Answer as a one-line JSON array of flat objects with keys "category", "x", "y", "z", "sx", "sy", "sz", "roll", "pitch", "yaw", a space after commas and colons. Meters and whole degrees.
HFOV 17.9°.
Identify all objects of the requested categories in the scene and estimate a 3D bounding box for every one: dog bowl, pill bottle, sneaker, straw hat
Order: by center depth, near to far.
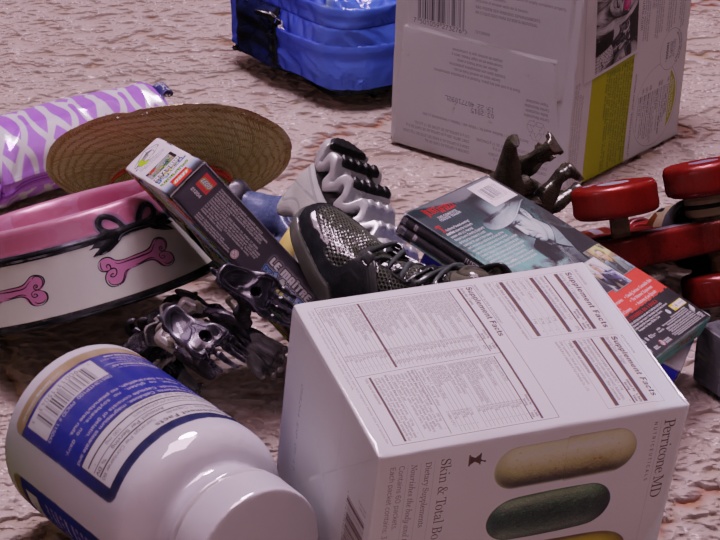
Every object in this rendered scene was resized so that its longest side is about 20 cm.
[{"category": "pill bottle", "x": -0.120, "y": 0.134, "z": 1.411, "sx": 0.120, "sy": 0.120, "sz": 0.200, "roll": -17, "pitch": 31, "yaw": -34}, {"category": "sneaker", "x": 0.039, "y": 0.009, "z": 1.551, "sx": 0.076, "sy": 0.114, "sz": 0.199, "roll": -15, "pitch": 58, "yaw": -48}, {"category": "sneaker", "x": 0.000, "y": 0.000, "z": 1.683, "sx": 0.075, "sy": 0.081, "sz": 0.200, "roll": 24, "pitch": 35, "yaw": -50}, {"category": "dog bowl", "x": -0.209, "y": -0.014, "z": 1.700, "sx": 0.200, "sy": 0.074, "sz": 0.200, "roll": -14, "pitch": 8, "yaw": 2}, {"category": "straw hat", "x": -0.151, "y": -0.053, "z": 1.843, "sx": 0.201, "sy": 0.201, "sz": 0.085, "roll": -3, "pitch": 65, "yaw": -8}]

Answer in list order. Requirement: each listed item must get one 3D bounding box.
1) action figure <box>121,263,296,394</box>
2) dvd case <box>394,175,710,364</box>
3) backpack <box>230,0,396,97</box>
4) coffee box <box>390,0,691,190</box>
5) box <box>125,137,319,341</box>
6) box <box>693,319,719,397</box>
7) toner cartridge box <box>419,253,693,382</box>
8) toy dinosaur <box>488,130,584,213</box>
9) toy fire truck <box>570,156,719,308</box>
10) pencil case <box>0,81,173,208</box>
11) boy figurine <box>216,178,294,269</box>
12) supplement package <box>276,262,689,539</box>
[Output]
[{"category": "action figure", "x": -0.115, "y": 0.062, "z": 1.592, "sx": 0.119, "sy": 0.102, "sz": 0.200, "roll": -47, "pitch": 7, "yaw": -25}, {"category": "dvd case", "x": 0.138, "y": 0.003, "z": 1.620, "sx": 0.200, "sy": 0.022, "sz": 0.146, "roll": 34, "pitch": 26, "yaw": 15}, {"category": "backpack", "x": -0.021, "y": -0.261, "z": 2.216, "sx": 0.162, "sy": 0.168, "sz": 0.200, "roll": -22, "pitch": 37, "yaw": -28}, {"category": "coffee box", "x": 0.165, "y": -0.212, "z": 2.073, "sx": 0.200, "sy": 0.200, "sz": 0.198, "roll": 19, "pitch": 30, "yaw": 33}, {"category": "box", "x": -0.075, "y": -0.006, "z": 1.624, "sx": 0.035, "sy": 0.200, "sz": 0.110, "roll": -45, "pitch": 24, "yaw": -7}, {"category": "box", "x": 0.367, "y": 0.070, "z": 1.655, "sx": 0.200, "sy": 0.048, "sz": 0.158, "roll": -13, "pitch": 28, "yaw": -28}, {"category": "toner cartridge box", "x": 0.142, "y": 0.025, "z": 1.659, "sx": 0.200, "sy": 0.043, "sz": 0.095, "roll": 28, "pitch": 25, "yaw": 5}, {"category": "toy dinosaur", "x": 0.123, "y": -0.056, "z": 1.819, "sx": 0.102, "sy": 0.077, "sz": 0.200, "roll": -42, "pitch": -2, "yaw": -3}, {"category": "toy fire truck", "x": 0.218, "y": -0.023, "z": 1.797, "sx": 0.200, "sy": 0.112, "sz": 0.168, "roll": -13, "pitch": 7, "yaw": -23}, {"category": "pencil case", "x": -0.252, "y": -0.103, "z": 1.969, "sx": 0.200, "sy": 0.084, "sz": 0.086, "roll": -18, "pitch": 54, "yaw": -33}, {"category": "boy figurine", "x": -0.024, "y": -0.012, "z": 1.768, "sx": 0.200, "sy": 0.064, "sz": 0.124, "roll": 19, "pitch": 71, "yaw": 26}, {"category": "supplement package", "x": 0.069, "y": 0.109, "z": 1.409, "sx": 0.200, "sy": 0.152, "sz": 0.151, "roll": -8, "pitch": 38, "yaw": -20}]
